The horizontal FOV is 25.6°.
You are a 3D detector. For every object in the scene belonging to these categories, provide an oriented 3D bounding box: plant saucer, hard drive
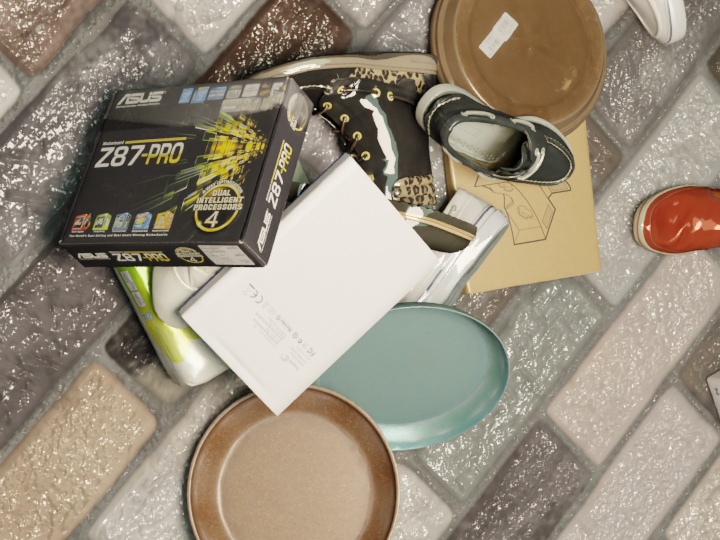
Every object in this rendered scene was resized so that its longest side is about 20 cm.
[{"bbox_3d":[0.164,-0.225,1.586,0.198,0.029,0.203,3,82,-20],"label":"plant saucer"},{"bbox_3d":[-0.044,0.013,1.390,0.200,0.025,0.132,-43,113,-1],"label":"hard drive"},{"bbox_3d":[0.042,0.097,1.503,0.197,0.028,0.202,-5,134,-5],"label":"plant saucer"},{"bbox_3d":[-0.061,0.208,1.479,0.198,0.037,0.203,0,82,3],"label":"plant saucer"}]

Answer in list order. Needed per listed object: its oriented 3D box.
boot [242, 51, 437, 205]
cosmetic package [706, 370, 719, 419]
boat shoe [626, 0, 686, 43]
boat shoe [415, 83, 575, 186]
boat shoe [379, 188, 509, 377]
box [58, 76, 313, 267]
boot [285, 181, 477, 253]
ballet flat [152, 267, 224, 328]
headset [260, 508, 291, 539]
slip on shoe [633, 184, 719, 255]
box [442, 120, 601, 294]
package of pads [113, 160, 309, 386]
[{"bbox_3d":[-0.011,-0.129,1.509,0.198,0.073,0.153,-7,95,-29],"label":"boot"},{"bbox_3d":[0.514,0.134,1.673,0.198,0.199,0.124,-24,100,-21],"label":"cosmetic package"},{"bbox_3d":[0.265,-0.317,1.628,0.065,0.074,0.201,-29,93,-15],"label":"boat shoe"},{"bbox_3d":[0.139,-0.116,1.529,0.198,0.060,0.076,14,117,-35],"label":"boat shoe"},{"bbox_3d":[0.063,0.011,1.552,0.067,0.074,0.201,37,83,14],"label":"boat shoe"},{"bbox_3d":[-0.149,-0.082,1.363,0.049,0.198,0.163,48,51,-48],"label":"box"},{"bbox_3d":[0.000,0.000,1.448,0.198,0.077,0.140,9,92,-11],"label":"boot"},{"bbox_3d":[-0.125,-0.045,1.392,0.069,0.069,0.202,29,78,-21],"label":"ballet flat"},{"bbox_3d":[-0.017,0.309,1.531,0.123,0.094,0.200,-41,91,-12],"label":"headset"},{"bbox_3d":[0.379,-0.054,1.685,0.198,0.061,0.075,-1,94,-22],"label":"slip on shoe"},{"bbox_3d":[0.162,-0.086,1.610,0.162,0.021,0.203,-9,96,-23],"label":"box"},{"bbox_3d":[-0.117,-0.001,1.466,0.199,0.068,0.156,-30,102,-19],"label":"package of pads"}]
